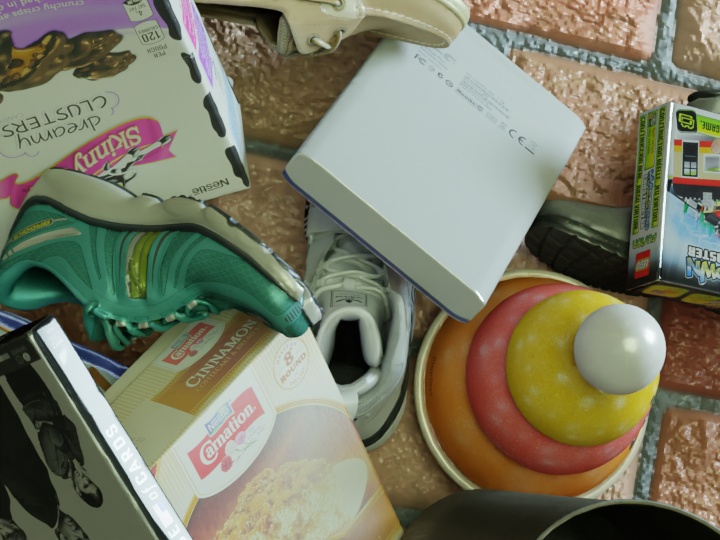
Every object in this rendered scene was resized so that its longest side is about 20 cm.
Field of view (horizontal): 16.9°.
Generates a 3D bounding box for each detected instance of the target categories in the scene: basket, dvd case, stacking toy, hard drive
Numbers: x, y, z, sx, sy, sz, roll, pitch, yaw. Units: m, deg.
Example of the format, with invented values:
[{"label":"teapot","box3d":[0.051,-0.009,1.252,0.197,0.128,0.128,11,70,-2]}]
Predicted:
[{"label":"basket","box3d":[0.103,0.181,1.268,0.180,0.200,0.136,38,77,-22]},{"label":"dvd case","box3d":[-0.149,0.129,1.192,0.025,0.150,0.200,-41,104,-46]},{"label":"stacking toy","box3d":[0.121,0.059,1.354,0.146,0.200,0.146,2,81,-13]},{"label":"hard drive","box3d":[0.047,-0.070,1.391,0.132,0.025,0.200,39,39,-5]}]

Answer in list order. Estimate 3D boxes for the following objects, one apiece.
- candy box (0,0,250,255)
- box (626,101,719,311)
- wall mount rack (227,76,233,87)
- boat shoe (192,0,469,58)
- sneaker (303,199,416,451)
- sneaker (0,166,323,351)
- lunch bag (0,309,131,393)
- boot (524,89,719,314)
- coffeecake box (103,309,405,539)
[{"label":"candy box","box3d":[-0.168,-0.108,1.289,0.168,0.200,0.072,-17,48,6]},{"label":"box","box3d":[0.253,-0.024,1.431,0.200,0.035,0.110,12,75,-24]},{"label":"wall mount rack","box3d":[-0.161,-0.163,1.387,0.174,0.075,0.200,2,80,-13]},{"label":"boat shoe","box3d":[-0.036,-0.150,1.365,0.200,0.071,0.065,13,79,-17]},{"label":"sneaker","box3d":[0.000,0.000,1.373,0.075,0.115,0.200,3,81,3]},{"label":"sneaker","box3d":[-0.106,0.009,1.248,0.080,0.200,0.078,-61,142,-22]},{"label":"lunch bag","box3d":[-0.229,0.097,1.303,0.200,0.124,0.170,25,79,-6]},{"label":"boot","box3d":[0.195,-0.049,1.467,0.200,0.070,0.132,15,75,-22]},{"label":"coffeecake box","box3d":[-0.068,0.135,1.294,0.154,0.073,0.200,-47,131,-29]}]
